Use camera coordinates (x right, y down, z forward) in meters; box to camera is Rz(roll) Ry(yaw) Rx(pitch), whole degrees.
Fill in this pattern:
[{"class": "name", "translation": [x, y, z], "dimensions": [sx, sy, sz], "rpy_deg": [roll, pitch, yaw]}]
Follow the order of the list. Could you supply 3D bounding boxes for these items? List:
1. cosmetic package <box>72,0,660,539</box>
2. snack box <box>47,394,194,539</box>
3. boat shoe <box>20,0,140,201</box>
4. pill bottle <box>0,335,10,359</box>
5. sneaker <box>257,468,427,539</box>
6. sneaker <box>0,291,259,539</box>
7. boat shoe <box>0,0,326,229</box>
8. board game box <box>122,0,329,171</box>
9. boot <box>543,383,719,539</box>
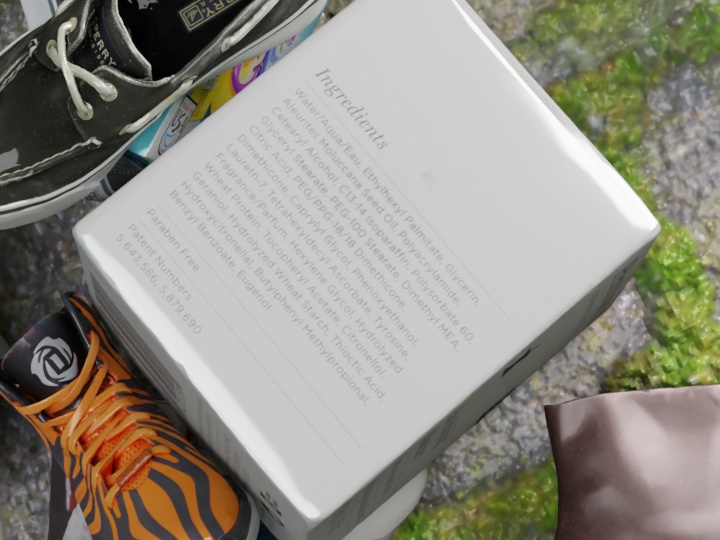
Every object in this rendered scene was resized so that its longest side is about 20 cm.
[{"class": "cosmetic package", "translation": [0.000, 0.000, 1.086], "dimensions": [0.200, 0.165, 0.165], "rpy_deg": [-39, 82, -9]}, {"class": "snack box", "translation": [-0.124, 0.163, 1.237], "dimensions": [0.071, 0.024, 0.202], "rpy_deg": [4, 95, 15]}, {"class": "boat shoe", "translation": [-0.136, -0.137, 1.201], "dimensions": [0.056, 0.069, 0.202], "rpy_deg": [-12, 97, 7]}, {"class": "pill bottle", "translation": [-0.266, 0.102, 1.227], "dimensions": [0.109, 0.110, 0.201], "rpy_deg": [38, 103, 9]}, {"class": "sneaker", "translation": [-0.028, 0.168, 1.194], "dimensions": [0.081, 0.077, 0.200], "rpy_deg": [37, 99, -14]}, {"class": "sneaker", "translation": [-0.118, 0.079, 1.094], "dimensions": [0.077, 0.200, 0.112], "rpy_deg": [-39, 114, -9]}, {"class": "boat shoe", "translation": [-0.103, -0.090, 1.000], "dimensions": [0.199, 0.064, 0.071], "rpy_deg": [-36, 80, 2]}, {"class": "board game box", "translation": [-0.051, -0.135, 1.109], "dimensions": [0.047, 0.151, 0.201], "rpy_deg": [29, 88, 10]}, {"class": "boot", "translation": [0.184, 0.135, 1.131], "dimensions": [0.198, 0.072, 0.168], "rpy_deg": [-3, 84, 3]}]
